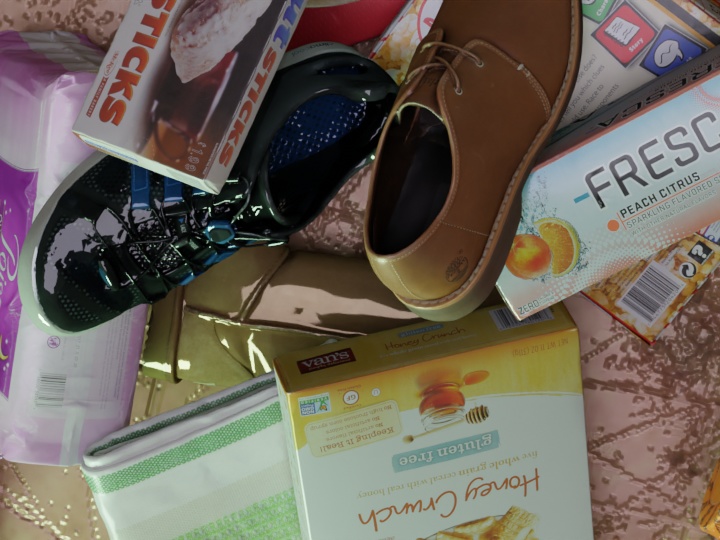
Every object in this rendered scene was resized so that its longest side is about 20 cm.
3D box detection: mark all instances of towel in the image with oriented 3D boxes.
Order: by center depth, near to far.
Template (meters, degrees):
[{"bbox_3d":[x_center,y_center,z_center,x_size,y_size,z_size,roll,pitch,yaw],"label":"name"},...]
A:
[{"bbox_3d":[-0.042,0.141,1.089,0.149,0.031,0.200,-22,122,-5],"label":"towel"}]

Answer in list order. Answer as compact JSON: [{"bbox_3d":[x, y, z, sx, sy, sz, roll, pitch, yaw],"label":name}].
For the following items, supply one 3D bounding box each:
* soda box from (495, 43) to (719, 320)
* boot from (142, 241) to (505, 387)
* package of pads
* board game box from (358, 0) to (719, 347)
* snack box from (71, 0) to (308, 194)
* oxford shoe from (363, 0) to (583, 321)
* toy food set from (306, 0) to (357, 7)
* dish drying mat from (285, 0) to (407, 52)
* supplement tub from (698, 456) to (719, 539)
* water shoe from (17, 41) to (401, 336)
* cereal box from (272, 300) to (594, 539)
[{"bbox_3d":[0.146,-0.055,0.991,0.200,0.068,0.064,-27,100,15],"label":"soda box"},{"bbox_3d":[0.000,0.000,1.087,0.200,0.066,0.175,12,115,6],"label":"boot"},{"bbox_3d":[-0.150,-0.013,1.070,0.076,0.120,0.200,3,104,-27],"label":"package of pads"},{"bbox_3d":[0.109,-0.082,1.049,0.200,0.046,0.152,37,108,-4],"label":"board game box"},{"bbox_3d":[-0.056,-0.138,0.971,0.072,0.024,0.200,21,82,22],"label":"snack box"},{"bbox_3d":[0.049,-0.082,0.959,0.071,0.071,0.200,6,73,30],"label":"oxford shoe"},{"bbox_3d":[-0.027,-0.224,1.026,0.200,0.049,0.198,-8,89,23],"label":"toy food set"},{"bbox_3d":[0.041,-0.166,1.066,0.200,0.018,0.077,-17,100,11],"label":"dish drying mat"},{"bbox_3d":[0.274,0.128,1.042,0.200,0.123,0.123,27,104,1],"label":"supplement tub"},{"bbox_3d":[-0.068,-0.037,0.986,0.200,0.079,0.072,-38,119,-9],"label":"water shoe"},{"bbox_3d":[0.042,0.117,1.061,0.144,0.040,0.200,-14,121,-8],"label":"cereal box"}]
